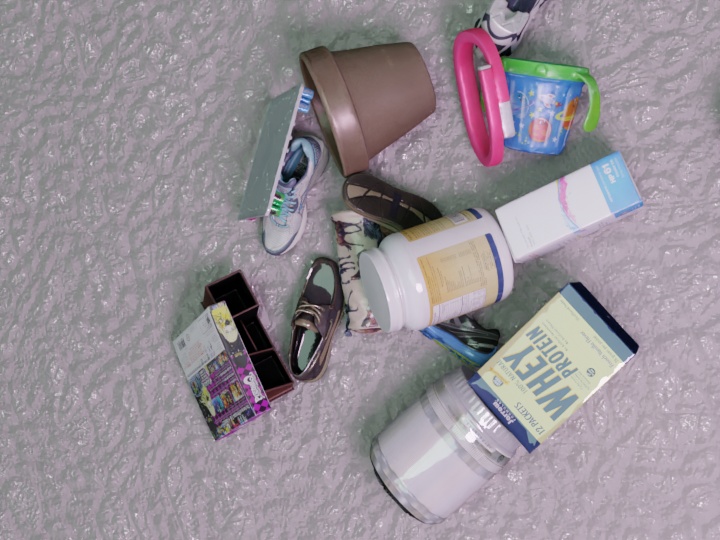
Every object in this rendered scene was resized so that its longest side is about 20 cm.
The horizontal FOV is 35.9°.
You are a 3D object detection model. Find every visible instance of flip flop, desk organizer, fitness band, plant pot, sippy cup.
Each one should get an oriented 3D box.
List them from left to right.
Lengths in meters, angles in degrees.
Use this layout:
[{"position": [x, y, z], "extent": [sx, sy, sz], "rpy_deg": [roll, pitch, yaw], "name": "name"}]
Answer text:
[{"position": [-0.178, 0.108, 1.764], "extent": [0.071, 0.077, 0.202], "rpy_deg": [-25, 75, -20], "name": "desk organizer"}, {"position": [0.017, -0.268, 1.697], "extent": [0.172, 0.200, 0.203], "rpy_deg": [-23, 83, -4], "name": "plant pot"}, {"position": [0.051, -0.082, 1.711], "extent": [0.198, 0.057, 0.082], "rpy_deg": [26, 67, -19], "name": "flip flop"}, {"position": [0.178, -0.254, 1.634], "extent": [0.037, 0.144, 0.203], "rpy_deg": [-15, 106, -11], "name": "fitness band"}, {"position": [0.264, -0.243, 1.651], "extent": [0.137, 0.178, 0.133], "rpy_deg": [5, 103, -13], "name": "sippy cup"}]

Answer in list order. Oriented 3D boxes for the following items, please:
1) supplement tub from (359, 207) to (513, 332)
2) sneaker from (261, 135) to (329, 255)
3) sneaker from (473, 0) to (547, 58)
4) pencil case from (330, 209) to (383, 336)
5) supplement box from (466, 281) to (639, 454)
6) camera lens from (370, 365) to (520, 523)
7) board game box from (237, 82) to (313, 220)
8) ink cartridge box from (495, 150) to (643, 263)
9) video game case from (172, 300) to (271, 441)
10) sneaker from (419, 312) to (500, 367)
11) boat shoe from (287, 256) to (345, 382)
[{"position": [0.109, 0.002, 1.628], "extent": [0.197, 0.144, 0.147], "rpy_deg": [-18, 84, -14], "name": "supplement tub"}, {"position": [-0.120, -0.123, 1.770], "extent": [0.077, 0.086, 0.203], "rpy_deg": [20, 94, 15], "name": "sneaker"}, {"position": [0.230, -0.395, 1.686], "extent": [0.079, 0.130, 0.201], "rpy_deg": [34, 62, -6], "name": "sneaker"}, {"position": [0.000, 0.000, 1.740], "extent": [0.088, 0.077, 0.204], "rpy_deg": [-10, 86, 37], "name": "pencil case"}, {"position": [0.282, 0.134, 1.599], "extent": [0.200, 0.200, 0.135], "rpy_deg": [-45, 78, 11], "name": "supplement box"}, {"position": [0.125, 0.263, 1.653], "extent": [0.200, 0.160, 0.160], "rpy_deg": [-43, 79, 11], "name": "camera lens"}, {"position": [-0.133, -0.176, 1.716], "extent": [0.025, 0.200, 0.204], "rpy_deg": [16, 85, -18], "name": "board game box"}, {"position": [0.306, -0.089, 1.623], "extent": [0.198, 0.144, 0.086], "rpy_deg": [-27, 83, 13], "name": "ink cartridge box"}, {"position": [-0.223, 0.163, 1.756], "extent": [0.035, 0.200, 0.184], "rpy_deg": [-20, 80, -31], "name": "video game case"}, {"position": [0.131, 0.068, 1.718], "extent": [0.198, 0.071, 0.083], "rpy_deg": [36, 76, 15], "name": "sneaker"}, {"position": [-0.071, 0.080, 1.761], "extent": [0.073, 0.073, 0.204], "rpy_deg": [8, 92, 15], "name": "boat shoe"}]
